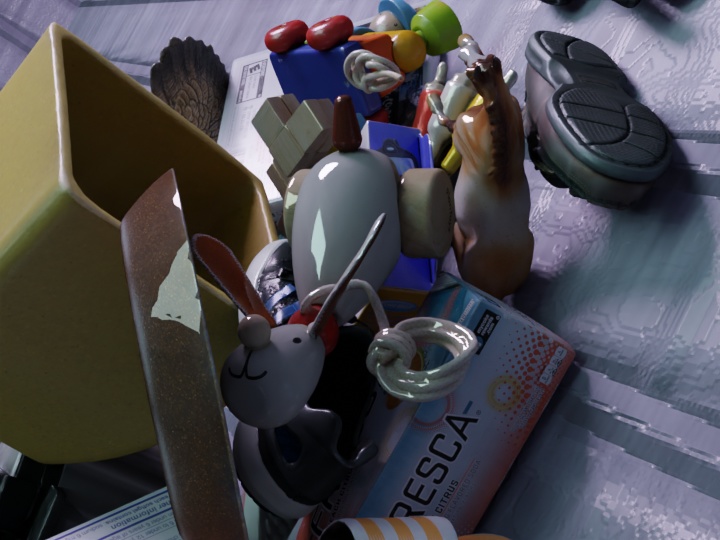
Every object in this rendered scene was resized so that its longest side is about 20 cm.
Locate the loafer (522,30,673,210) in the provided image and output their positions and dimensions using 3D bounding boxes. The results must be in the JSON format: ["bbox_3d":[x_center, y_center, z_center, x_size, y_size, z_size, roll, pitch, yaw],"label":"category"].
[{"bbox_3d":[0.125,-0.074,0.793,0.200,0.072,0.063,-92,18,-62],"label":"loafer"}]

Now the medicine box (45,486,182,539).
[{"bbox_3d":[-0.115,0.221,0.691,0.200,0.182,0.103,31,132,46],"label":"medicine box"}]

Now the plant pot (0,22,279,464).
[{"bbox_3d":[-0.183,0.008,0.904,0.200,0.195,0.195,-41,36,18],"label":"plant pot"}]

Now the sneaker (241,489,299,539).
[{"bbox_3d":[-0.059,0.158,0.863,0.105,0.075,0.201,-12,62,58],"label":"sneaker"}]

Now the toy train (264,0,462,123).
[{"bbox_3d":[0.025,-0.151,0.982,0.115,0.085,0.200,-30,19,-22],"label":"toy train"}]

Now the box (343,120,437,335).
[{"bbox_3d":[0.000,0.000,0.881,0.200,0.041,0.120,117,154,-54],"label":"box"}]

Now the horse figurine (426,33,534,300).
[{"bbox_3d":[0.068,-0.046,0.816,0.133,0.050,0.201,-118,25,-62],"label":"horse figurine"}]

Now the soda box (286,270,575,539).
[{"bbox_3d":[0.030,0.106,0.756,0.201,0.068,0.064,-60,21,4],"label":"soda box"}]

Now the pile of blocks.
[{"bbox_3d":[-0.026,-0.077,0.931,0.082,0.062,0.200,-30,-18,-11],"label":"pile of blocks"}]

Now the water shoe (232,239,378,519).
[{"bbox_3d":[-0.020,0.048,0.785,0.079,0.071,0.201,-33,36,25],"label":"water shoe"}]

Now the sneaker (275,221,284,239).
[{"bbox_3d":[-0.043,0.003,1.060,0.082,0.074,0.200,20,66,26],"label":"sneaker"}]

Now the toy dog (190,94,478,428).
[{"bbox_3d":[-0.017,-0.017,0.717,0.131,0.097,0.200,-13,30,6],"label":"toy dog"}]

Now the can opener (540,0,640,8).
[{"bbox_3d":[0.153,-0.204,0.895,0.063,0.079,0.200,-22,26,-9],"label":"can opener"}]

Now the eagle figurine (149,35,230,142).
[{"bbox_3d":[-0.150,-0.066,1.152,0.151,0.152,0.200,-27,-18,-42],"label":"eagle figurine"}]

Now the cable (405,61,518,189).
[{"bbox_3d":[0.036,-0.050,0.941,0.097,0.050,0.201,15,75,51],"label":"cable"}]

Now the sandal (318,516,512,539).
[{"bbox_3d":[-0.009,0.152,0.644,0.079,0.206,0.059,-131,34,-54],"label":"sandal"}]

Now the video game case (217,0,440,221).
[{"bbox_3d":[-0.026,-0.120,1.086,0.181,0.023,0.201,-14,42,18],"label":"video game case"}]

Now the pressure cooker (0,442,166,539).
[{"bbox_3d":[-0.216,0.183,1.010,0.176,0.199,0.179,-50,25,29],"label":"pressure cooker"}]

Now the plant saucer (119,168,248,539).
[{"bbox_3d":[-0.088,0.052,0.692,0.200,0.034,0.201,168,90,-82],"label":"plant saucer"}]
